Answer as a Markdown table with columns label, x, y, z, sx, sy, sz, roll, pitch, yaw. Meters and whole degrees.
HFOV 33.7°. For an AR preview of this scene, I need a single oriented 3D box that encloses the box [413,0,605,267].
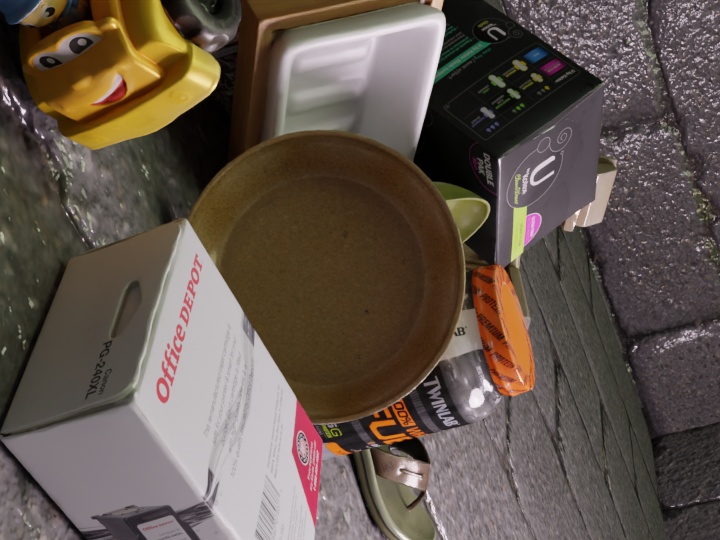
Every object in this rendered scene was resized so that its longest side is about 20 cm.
| label | x | y | z | sx | sy | sz | roll | pitch | yaw |
| --- | --- | --- | --- | --- | --- | --- | --- | --- | --- |
| box | 0.095 | -0.130 | 1.028 | 0.200 | 0.124 | 0.149 | 42 | -23 | 31 |

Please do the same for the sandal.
| label | x | y | z | sx | sy | sz | roll | pitch | yaw |
| --- | --- | --- | --- | --- | --- | --- | --- | --- | --- |
| sandal | 0.030 | 0.168 | 1.076 | 0.080 | 0.057 | 0.202 | -63 | 135 | -66 |

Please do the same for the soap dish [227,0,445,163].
| label | x | y | z | sx | sy | sz | roll | pitch | yaw |
| --- | --- | --- | --- | --- | --- | --- | --- | --- | --- |
| soap dish | -0.025 | -0.132 | 0.911 | 0.081 | 0.157 | 0.201 | 53 | -32 | 33 |

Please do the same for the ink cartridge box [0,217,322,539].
| label | x | y | z | sx | sy | sz | roll | pitch | yaw |
| --- | --- | --- | --- | --- | --- | --- | --- | --- | --- |
| ink cartridge box | -0.101 | 0.095 | 0.677 | 0.146 | 0.083 | 0.201 | -84 | 152 | -50 |

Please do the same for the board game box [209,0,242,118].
| label | x | y | z | sx | sy | sz | roll | pitch | yaw |
| --- | --- | --- | --- | --- | --- | --- | --- | --- | --- |
| board game box | -0.100 | -0.235 | 0.959 | 0.200 | 0.096 | 0.160 | 47 | 31 | -57 |

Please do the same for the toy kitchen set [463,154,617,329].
| label | x | y | z | sx | sy | sz | roll | pitch | yaw |
| --- | --- | --- | --- | --- | --- | --- | --- | --- | --- |
| toy kitchen set | 0.171 | -0.047 | 1.151 | 0.181 | 0.162 | 0.201 | -88 | -172 | -62 |

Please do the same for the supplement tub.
| label | x | y | z | sx | sy | sz | roll | pitch | yaw |
| --- | --- | --- | --- | --- | --- | --- | --- | --- | --- |
| supplement tub | 0.023 | 0.067 | 0.899 | 0.122 | 0.199 | 0.123 | -17 | 90 | -73 |

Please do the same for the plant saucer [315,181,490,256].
| label | x | y | z | sx | sy | sz | roll | pitch | yaw |
| --- | --- | --- | --- | --- | --- | --- | --- | --- | --- |
| plant saucer | 0.007 | -0.019 | 0.945 | 0.031 | 0.199 | 0.200 | 65 | 14 | 15 |

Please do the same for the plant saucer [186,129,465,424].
| label | x | y | z | sx | sy | sz | roll | pitch | yaw |
| --- | --- | --- | --- | --- | --- | --- | --- | --- | --- |
| plant saucer | -0.027 | 0.005 | 0.823 | 0.035 | 0.199 | 0.202 | 70 | 6 | -83 |

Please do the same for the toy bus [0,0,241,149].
| label | x | y | z | sx | sy | sz | roll | pitch | yaw |
| --- | --- | --- | --- | --- | --- | --- | --- | --- | --- |
| toy bus | -0.174 | -0.191 | 0.653 | 0.192 | 0.135 | 0.201 | 19 | 58 | -54 |
